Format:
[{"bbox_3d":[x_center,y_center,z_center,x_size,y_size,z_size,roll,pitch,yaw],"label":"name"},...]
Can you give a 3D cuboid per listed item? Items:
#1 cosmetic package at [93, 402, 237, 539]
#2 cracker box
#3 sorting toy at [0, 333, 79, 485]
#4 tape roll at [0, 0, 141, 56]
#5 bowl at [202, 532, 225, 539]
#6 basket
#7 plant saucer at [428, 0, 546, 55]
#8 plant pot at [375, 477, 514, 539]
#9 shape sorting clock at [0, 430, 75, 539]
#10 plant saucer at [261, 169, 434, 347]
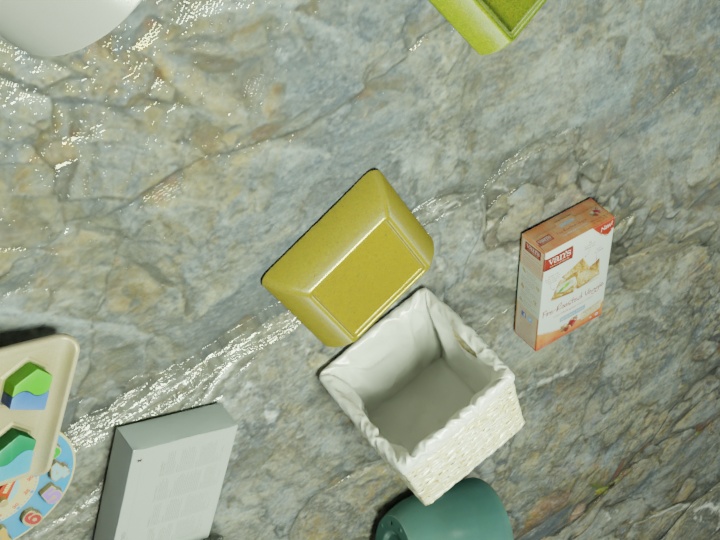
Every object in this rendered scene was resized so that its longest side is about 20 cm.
[{"bbox_3d":[-0.248,0.271,1.679,0.150,0.052,0.201,-12,131,-39],"label":"cosmetic package"},{"bbox_3d":[0.296,0.008,1.942,0.133,0.058,0.201,-27,138,-24],"label":"cracker box"},{"bbox_3d":[-0.392,0.165,1.397,0.199,0.036,0.186,-10,126,-49],"label":"sorting toy"},{"bbox_3d":[-0.260,-0.288,1.039,0.203,0.203,0.139,-50,142,6],"label":"tape roll"},{"bbox_3d":[-0.217,0.405,1.755,0.200,0.200,0.095,-11,98,-36],"label":"bowl"},{"bbox_3d":[0.086,0.175,1.786,0.200,0.198,0.161,-38,144,-10],"label":"basket"},{"bbox_3d":[0.172,-0.355,1.507,0.200,0.048,0.200,-50,143,5],"label":"plant saucer"},{"bbox_3d":[0.119,0.430,2.058,0.160,0.201,0.202,-2,126,-27],"label":"plant pot"},{"bbox_3d":[-0.415,0.254,1.517,0.199,0.039,0.201,-25,138,-25],"label":"shape sorting clock"},{"bbox_3d":[0.000,0.000,1.668,0.200,0.048,0.200,-45,142,-2],"label":"plant saucer"}]
